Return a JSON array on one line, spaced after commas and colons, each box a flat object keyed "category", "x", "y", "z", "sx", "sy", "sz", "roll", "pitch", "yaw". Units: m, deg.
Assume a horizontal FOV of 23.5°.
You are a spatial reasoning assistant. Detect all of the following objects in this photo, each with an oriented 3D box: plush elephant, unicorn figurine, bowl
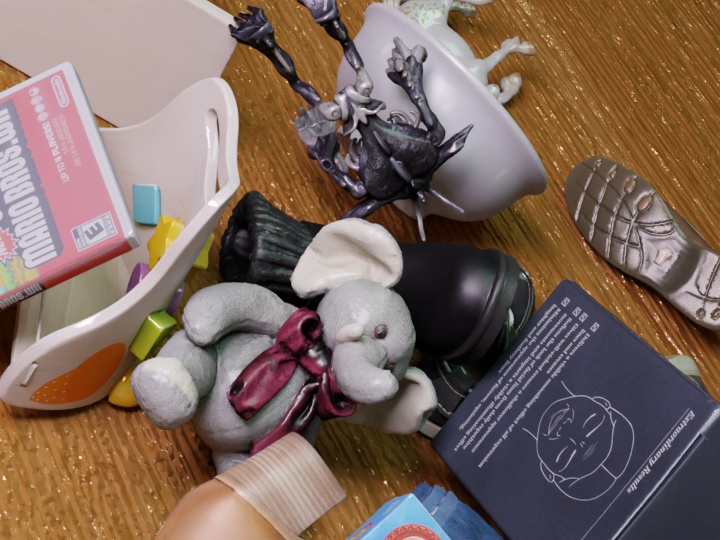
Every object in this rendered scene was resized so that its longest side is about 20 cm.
[{"category": "plush elephant", "x": -0.030, "y": 0.063, "z": 1.077, "sx": 0.200, "sy": 0.154, "sz": 0.166, "roll": -83, "pitch": 151, "yaw": -63}, {"category": "unicorn figurine", "x": 0.088, "y": -0.187, "z": 1.521, "sx": 0.137, "sy": 0.074, "sz": 0.200, "roll": -21, "pitch": 50, "yaw": -37}, {"category": "bowl", "x": 0.045, "y": -0.104, "z": 1.343, "sx": 0.201, "sy": 0.090, "sz": 0.201, "roll": 46, "pitch": -6, "yaw": 6}]

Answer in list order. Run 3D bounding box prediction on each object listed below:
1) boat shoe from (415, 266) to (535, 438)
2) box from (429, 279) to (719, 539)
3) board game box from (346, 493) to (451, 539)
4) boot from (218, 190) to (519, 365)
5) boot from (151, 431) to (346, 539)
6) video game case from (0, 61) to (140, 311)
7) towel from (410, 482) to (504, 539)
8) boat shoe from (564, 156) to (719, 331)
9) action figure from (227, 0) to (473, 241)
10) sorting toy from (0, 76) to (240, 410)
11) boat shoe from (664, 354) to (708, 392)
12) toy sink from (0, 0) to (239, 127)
[{"category": "boat shoe", "x": 0.093, "y": 0.046, "z": 1.276, "sx": 0.072, "sy": 0.068, "sz": 0.200, "roll": 35, "pitch": 36, "yaw": 2}, {"category": "box", "x": 0.160, "y": 0.124, "z": 1.103, "sx": 0.107, "sy": 0.149, "sz": 0.200, "roll": 37, "pitch": 5, "yaw": -31}, {"category": "board game box", "x": 0.014, "y": 0.257, "z": 0.907, "sx": 0.196, "sy": 0.056, "sz": 0.200, "roll": -40, "pitch": 88, "yaw": -20}, {"category": "boot", "x": -0.001, "y": 0.002, "z": 1.175, "sx": 0.157, "sy": 0.211, "sz": 0.080, "roll": 22, "pitch": 80, "yaw": -22}, {"category": "boot", "x": -0.045, "y": 0.211, "z": 0.974, "sx": 0.154, "sy": 0.074, "sz": 0.200, "roll": -37, "pitch": 87, "yaw": -19}, {"category": "video game case", "x": -0.242, "y": -0.030, "z": 1.036, "sx": 0.199, "sy": 0.017, "sz": 0.144, "roll": -25, "pitch": 58, "yaw": 0}, {"category": "towel", "x": 0.097, "y": 0.209, "z": 1.039, "sx": 0.200, "sy": 0.049, "sz": 0.112, "roll": 42, "pitch": 11, "yaw": 6}, {"category": "boat shoe", "x": 0.253, "y": -0.017, "z": 1.470, "sx": 0.200, "sy": 0.072, "sz": 0.068, "roll": 44, "pitch": 5, "yaw": 23}, {"category": "action figure", "x": 0.001, "y": -0.118, "z": 1.224, "sx": 0.200, "sy": 0.118, "sz": 0.102, "roll": 52, "pitch": 13, "yaw": -26}, {"category": "sorting toy", "x": -0.133, "y": -0.026, "z": 1.079, "sx": 0.106, "sy": 0.180, "sz": 0.201, "roll": 26, "pitch": 38, "yaw": -26}, {"category": "boat shoe", "x": 0.203, "y": 0.110, "z": 1.289, "sx": 0.199, "sy": 0.072, "sz": 0.065, "roll": -7, "pitch": 49, "yaw": -48}, {"category": "toy sink", "x": -0.183, "y": -0.206, "z": 1.278, "sx": 0.199, "sy": 0.131, "sz": 0.112, "roll": 29, "pitch": 38, "yaw": -7}]
